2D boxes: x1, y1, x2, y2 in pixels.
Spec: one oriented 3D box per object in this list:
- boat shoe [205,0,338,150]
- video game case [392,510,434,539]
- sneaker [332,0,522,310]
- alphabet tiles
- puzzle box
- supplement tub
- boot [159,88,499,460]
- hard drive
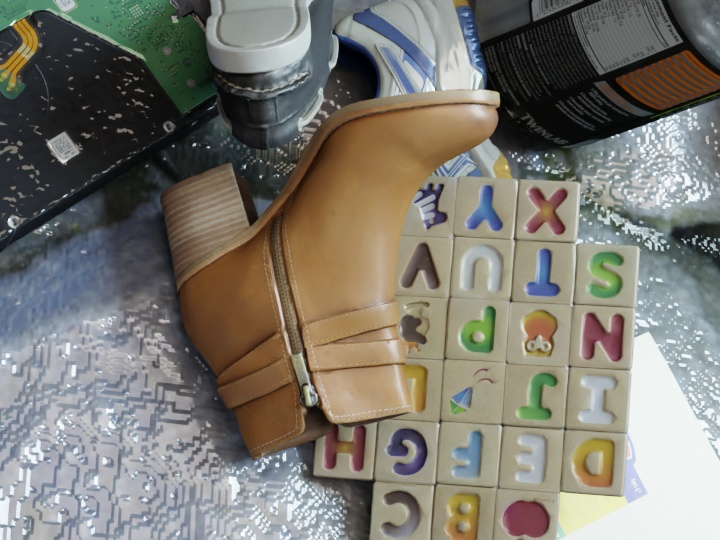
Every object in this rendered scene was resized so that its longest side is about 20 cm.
[{"bbox_3d":[-0.045,-0.126,1.125,0.074,0.200,0.060,-5,115,1],"label":"boat shoe"},{"bbox_3d":[0.089,0.229,1.110,0.143,0.017,0.200,4,70,-19],"label":"video game case"},{"bbox_3d":[0.035,-0.057,1.171,0.088,0.075,0.200,-11,72,-8],"label":"sneaker"},{"bbox_3d":[0.061,0.049,1.111,0.166,0.006,0.200,3,82,10],"label":"alphabet tiles"},{"bbox_3d":[0.149,0.146,1.137,0.133,0.025,0.200,-23,80,-25],"label":"puzzle box"},{"bbox_3d":[0.168,-0.149,1.158,0.122,0.200,0.123,12,71,-38],"label":"supplement tub"},{"bbox_3d":[0.000,0.000,1.086,0.200,0.077,0.155,-21,78,7],"label":"boot"},{"bbox_3d":[-0.178,-0.101,1.116,0.200,0.038,0.140,-36,87,-26],"label":"hard drive"}]
